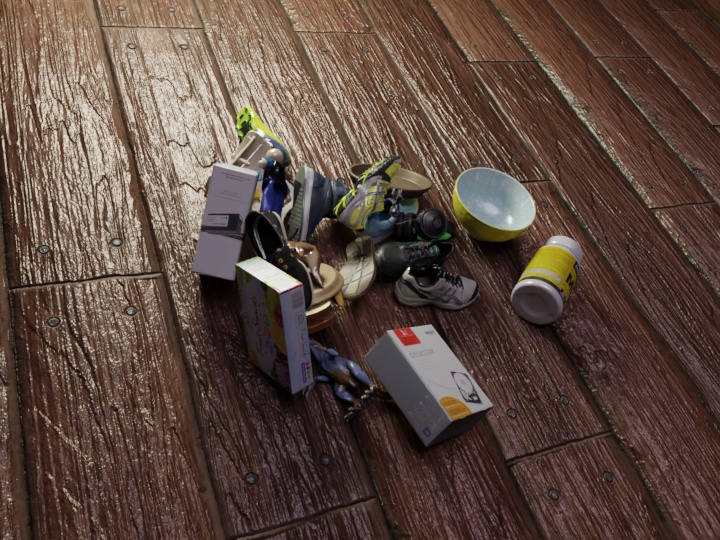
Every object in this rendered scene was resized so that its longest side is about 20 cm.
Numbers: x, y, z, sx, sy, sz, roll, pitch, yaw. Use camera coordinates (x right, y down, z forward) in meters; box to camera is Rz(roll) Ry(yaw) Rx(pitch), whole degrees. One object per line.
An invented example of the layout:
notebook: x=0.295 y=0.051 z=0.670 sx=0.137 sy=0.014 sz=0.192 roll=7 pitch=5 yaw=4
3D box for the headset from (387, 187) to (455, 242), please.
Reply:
headset: x=0.126 y=-0.110 z=1.517 sx=0.199 sy=0.123 sz=0.095 roll=17 pitch=73 yaw=-50

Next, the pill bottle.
pill bottle: x=0.420 y=0.016 z=1.554 sx=0.114 sy=0.115 sz=0.200 roll=32 pitch=49 yaw=9

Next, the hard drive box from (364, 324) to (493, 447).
hard drive box: x=0.125 y=0.204 z=1.283 sx=0.155 sy=0.077 sz=0.200 roll=-2 pitch=48 yaw=-52

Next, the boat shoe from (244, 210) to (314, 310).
boat shoe: x=-0.148 y=-0.016 z=1.250 sx=0.063 sy=0.073 sz=0.203 roll=-2 pitch=64 yaw=-64

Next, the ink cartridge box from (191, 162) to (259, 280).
ink cartridge box: x=-0.254 y=-0.096 z=1.327 sx=0.083 sy=0.202 sz=0.145 roll=13 pitch=9 yaw=-8

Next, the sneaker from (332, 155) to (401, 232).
sneaker: x=0.025 y=-0.166 z=1.502 sx=0.076 sy=0.075 sz=0.200 roll=46 pitch=74 yaw=-16

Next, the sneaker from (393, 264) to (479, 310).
sneaker: x=0.172 y=0.031 z=1.473 sx=0.198 sy=0.088 sz=0.076 roll=-2 pitch=50 yaw=-23

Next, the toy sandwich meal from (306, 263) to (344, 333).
toy sandwich meal: x=-0.117 y=0.051 z=1.352 sx=0.203 sy=0.071 sz=0.206 roll=-6 pitch=24 yaw=3

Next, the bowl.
bowl: x=0.297 y=-0.133 z=1.640 sx=0.198 sy=0.108 sz=0.201 roll=10 pitch=48 yaw=-12

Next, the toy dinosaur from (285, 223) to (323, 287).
toy dinosaur: x=-0.130 y=-0.032 z=1.356 sx=0.199 sy=0.087 sz=0.135 roll=19 pitch=20 yaw=28

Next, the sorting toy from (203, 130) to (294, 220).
sorting toy: x=-0.222 y=-0.172 z=1.504 sx=0.179 sy=0.107 sz=0.201 roll=35 pitch=41 yaw=-7

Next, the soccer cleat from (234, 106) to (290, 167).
soccer cleat: x=-0.231 y=-0.310 z=1.648 sx=0.083 sy=0.065 sz=0.201 roll=12 pitch=36 yaw=-51

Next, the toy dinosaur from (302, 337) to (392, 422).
toy dinosaur: x=-0.053 y=0.189 z=1.295 sx=0.182 sy=0.105 sz=0.199 roll=47 pitch=17 yaw=33

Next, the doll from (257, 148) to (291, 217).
doll: x=-0.182 y=-0.177 z=1.450 sx=0.048 sy=0.137 sz=0.202 roll=-12 pitch=52 yaw=17

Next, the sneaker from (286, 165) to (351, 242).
sneaker: x=-0.080 y=-0.111 z=1.510 sx=0.145 sy=0.077 sz=0.204 roll=20 pitch=68 yaw=-31

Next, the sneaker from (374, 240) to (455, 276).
sneaker: x=0.116 y=-0.038 z=1.484 sx=0.199 sy=0.079 sz=0.076 roll=-7 pitch=77 yaw=-40

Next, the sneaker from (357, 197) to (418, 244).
sneaker: x=0.076 y=-0.132 z=1.579 sx=0.074 sy=0.082 sz=0.200 roll=37 pitch=49 yaw=12

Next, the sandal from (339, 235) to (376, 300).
sandal: x=0.000 y=0.000 z=1.460 sx=0.080 sy=0.054 sz=0.201 roll=-12 pitch=34 yaw=14

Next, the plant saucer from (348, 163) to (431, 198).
plant saucer: x=0.067 y=-0.208 z=1.627 sx=0.198 sy=0.030 sz=0.200 roll=9 pitch=23 yaw=-4

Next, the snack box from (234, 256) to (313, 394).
snack box: x=-0.148 y=0.093 z=1.204 sx=0.053 sy=0.202 sz=0.142 roll=-22 pitch=33 yaw=-32
